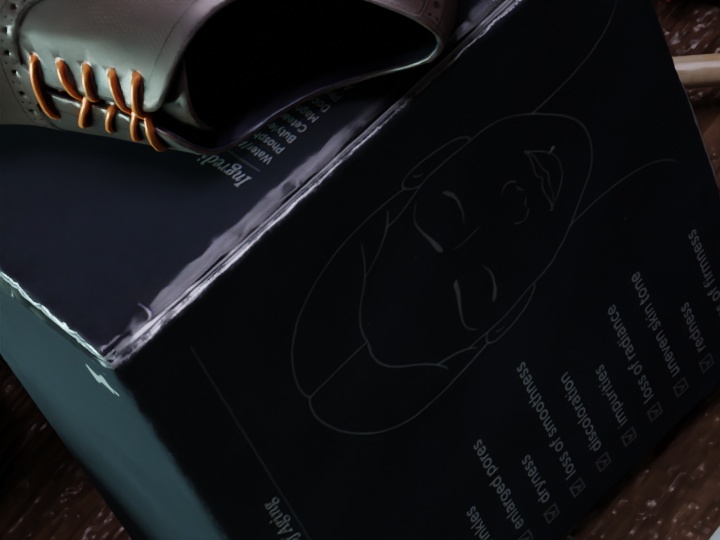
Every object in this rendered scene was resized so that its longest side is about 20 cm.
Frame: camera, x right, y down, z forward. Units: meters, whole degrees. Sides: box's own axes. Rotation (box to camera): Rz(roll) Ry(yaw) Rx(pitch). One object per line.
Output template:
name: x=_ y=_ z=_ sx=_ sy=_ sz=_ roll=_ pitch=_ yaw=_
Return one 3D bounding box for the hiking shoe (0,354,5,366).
hiking shoe: x=-0.100 y=-0.021 z=0.824 sx=0.101 sy=0.076 sz=0.200 roll=21 pitch=73 yaw=44

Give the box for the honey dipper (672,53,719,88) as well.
honey dipper: x=0.124 y=-0.074 z=0.888 sx=0.199 sy=0.038 sz=0.038 roll=-4 pitch=50 yaw=19

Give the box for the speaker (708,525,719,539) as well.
speaker: x=0.104 y=0.130 z=0.690 sx=0.081 sy=0.081 sz=0.200 roll=26 pitch=65 yaw=38

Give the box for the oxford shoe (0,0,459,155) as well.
oxford shoe: x=-0.070 y=-0.066 z=0.666 sx=0.199 sy=0.071 sz=0.073 roll=-15 pitch=50 yaw=13

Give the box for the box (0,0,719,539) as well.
box: x=0.000 y=0.000 z=0.765 sx=0.197 sy=0.200 sz=0.124 roll=-44 pitch=46 yaw=-16
